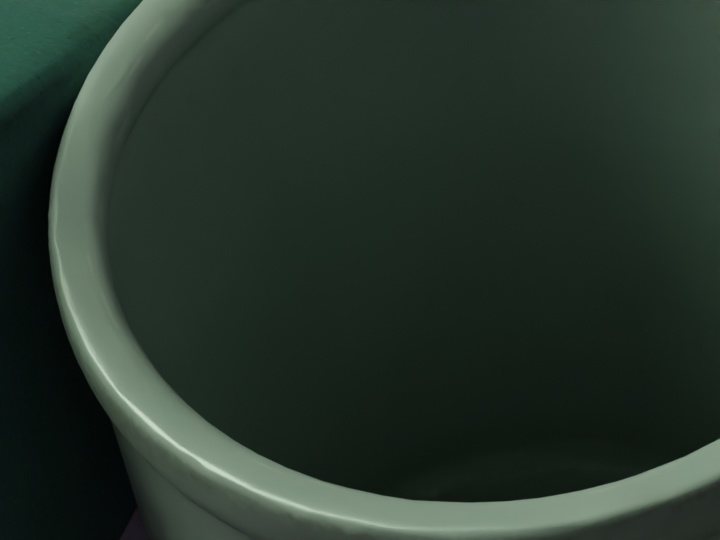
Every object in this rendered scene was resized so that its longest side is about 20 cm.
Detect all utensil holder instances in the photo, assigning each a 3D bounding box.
[{"bbox_3d":[0.034,0.042,0.629,0.169,0.200,0.171,-4,50,4],"label":"utensil holder"}]

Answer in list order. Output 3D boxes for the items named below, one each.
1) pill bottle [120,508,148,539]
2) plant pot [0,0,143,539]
[{"bbox_3d":[-0.025,-0.010,0.943,0.200,0.112,0.112,-38,27,11],"label":"pill bottle"},{"bbox_3d":[-0.111,-0.001,0.644,0.141,0.142,0.200,14,28,20],"label":"plant pot"}]
